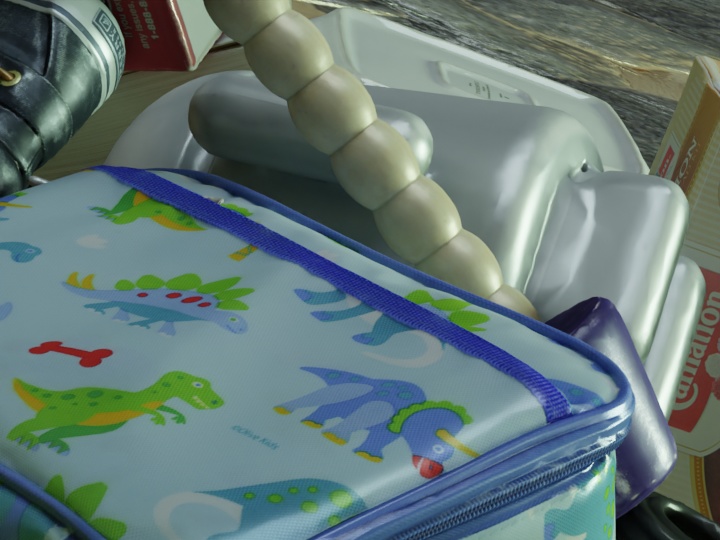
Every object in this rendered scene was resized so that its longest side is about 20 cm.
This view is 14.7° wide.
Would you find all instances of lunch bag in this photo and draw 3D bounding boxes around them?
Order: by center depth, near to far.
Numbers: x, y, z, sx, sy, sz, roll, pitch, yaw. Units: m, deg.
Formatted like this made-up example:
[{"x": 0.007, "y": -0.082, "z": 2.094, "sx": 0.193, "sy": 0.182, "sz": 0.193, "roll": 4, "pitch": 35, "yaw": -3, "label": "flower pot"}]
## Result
[{"x": -0.043, "y": 0.042, "z": 0.672, "sx": 0.161, "sy": 0.082, "sz": 0.200, "roll": -17, "pitch": 31, "yaw": -37, "label": "lunch bag"}]

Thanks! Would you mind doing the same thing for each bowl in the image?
[{"x": 0.039, "y": -0.042, "z": 1.144, "sx": 0.200, "sy": 0.075, "sz": 0.200, "roll": 20, "pitch": 15, "yaw": -8, "label": "bowl"}]

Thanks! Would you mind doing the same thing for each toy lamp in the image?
[{"x": 0.013, "y": -0.018, "z": 0.746, "sx": 0.200, "sy": 0.058, "sz": 0.058, "roll": 54, "pitch": 17, "yaw": -4, "label": "toy lamp"}]

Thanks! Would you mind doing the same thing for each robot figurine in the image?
[{"x": 0.000, "y": 0.000, "z": 0.848, "sx": 0.200, "sy": 0.170, "sz": 0.113, "roll": 8, "pitch": 55, "yaw": 21, "label": "robot figurine"}]

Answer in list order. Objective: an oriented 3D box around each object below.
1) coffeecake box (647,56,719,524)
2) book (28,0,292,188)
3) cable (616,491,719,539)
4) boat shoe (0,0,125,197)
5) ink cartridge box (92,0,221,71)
[{"x": 0.177, "y": 0.039, "z": 0.914, "sx": 0.200, "sy": 0.154, "sz": 0.073, "roll": 19, "pitch": 16, "yaw": -7, "label": "coffeecake box"}, {"x": -0.092, "y": -0.083, "z": 1.077, "sx": 0.134, "sy": 0.048, "sz": 0.200, "roll": -10, "pitch": 19, "yaw": 1, "label": "book"}, {"x": 0.146, "y": 0.132, "z": 0.745, "sx": 0.200, "sy": 0.050, "sz": 0.097, "roll": 28, "pitch": 18, "yaw": 2, "label": "cable"}, {"x": -0.186, "y": -0.067, "z": 0.953, "sx": 0.200, "sy": 0.071, "sz": 0.091, "roll": 8, "pitch": 44, "yaw": 23, "label": "boat shoe"}, {"x": -0.149, "y": -0.149, "z": 0.986, "sx": 0.200, "sy": 0.145, "sz": 0.083, "roll": 3, "pitch": 40, "yaw": 26, "label": "ink cartridge box"}]
